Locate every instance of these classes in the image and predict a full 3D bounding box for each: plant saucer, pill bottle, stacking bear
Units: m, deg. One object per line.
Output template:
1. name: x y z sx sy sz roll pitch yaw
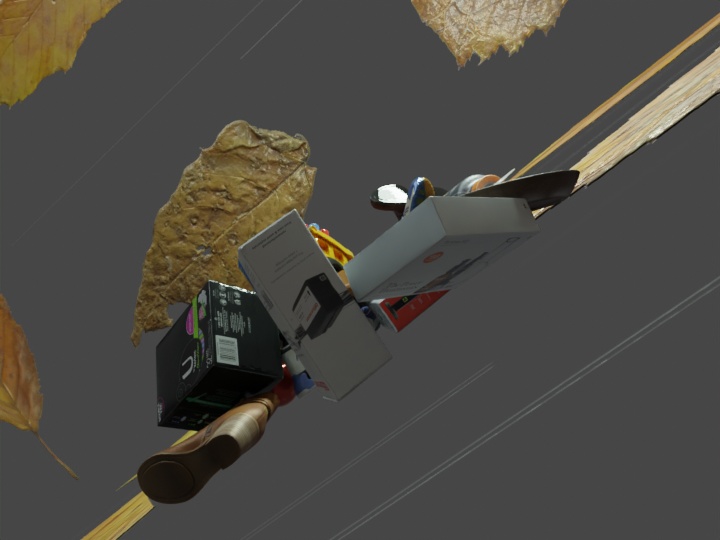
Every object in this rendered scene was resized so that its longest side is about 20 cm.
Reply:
1. plant saucer: 0.197 -0.092 0.945 0.194 0.033 0.200 -12 -4 -1
2. pill bottle: 0.211 -0.116 1.352 0.105 0.107 0.200 -37 1 -20
3. stacking bear: -0.162 0.184 1.202 0.120 0.116 0.199 -28 8 -22

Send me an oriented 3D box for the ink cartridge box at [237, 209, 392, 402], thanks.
1. ink cartridge box: -0.060 0.046 0.844 0.083 0.202 0.145 -34 0 -13

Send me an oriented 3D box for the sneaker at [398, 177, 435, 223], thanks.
1. sneaker: 0.095 -0.084 1.395 0.074 0.206 0.087 -7 18 -40

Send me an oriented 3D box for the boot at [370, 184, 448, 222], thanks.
1. boot: 0.083 -0.081 1.498 0.184 0.069 0.204 -8 -49 -32

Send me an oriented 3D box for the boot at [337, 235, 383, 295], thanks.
1. boot: 0.000 0.001 1.171 0.141 0.072 0.201 -24 8 1

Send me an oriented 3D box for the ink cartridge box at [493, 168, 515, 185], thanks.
1. ink cartridge box: 0.194 -0.077 1.204 0.199 0.067 0.116 -39 0 29

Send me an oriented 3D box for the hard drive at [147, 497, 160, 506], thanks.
1. hard drive: -0.262 0.316 1.145 0.131 0.027 0.199 -39 0 -39

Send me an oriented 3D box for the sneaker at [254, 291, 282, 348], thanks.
1. sneaker: -0.108 0.091 1.188 0.091 0.196 0.079 -49 23 45

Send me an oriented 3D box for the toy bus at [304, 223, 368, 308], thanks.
1. toy bus: -0.064 0.007 1.304 0.134 0.198 0.196 -32 45 29

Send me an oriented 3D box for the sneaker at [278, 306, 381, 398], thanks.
1. sneaker: -0.058 0.096 1.120 0.198 0.116 0.080 -38 3 -39

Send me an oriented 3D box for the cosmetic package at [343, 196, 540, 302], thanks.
1. cosmetic package: 0.098 -0.026 0.824 0.197 0.053 0.150 -6 -26 -47

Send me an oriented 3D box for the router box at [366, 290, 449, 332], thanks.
1. router box: 0.098 0.013 1.055 0.178 0.049 0.200 -38 1 -4

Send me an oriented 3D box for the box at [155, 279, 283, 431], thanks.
1. box: -0.225 0.141 1.104 0.122 0.152 0.200 16 -43 -34

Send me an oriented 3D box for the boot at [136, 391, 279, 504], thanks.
1. boot: -0.212 0.243 1.010 0.198 0.077 0.155 -36 3 20
